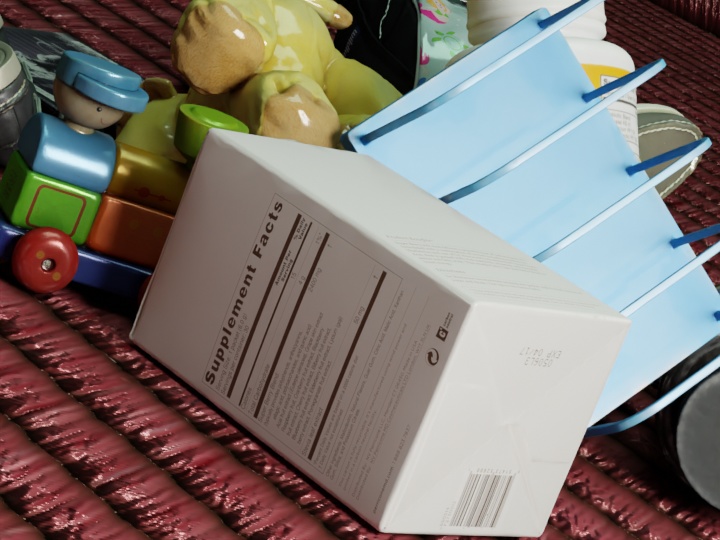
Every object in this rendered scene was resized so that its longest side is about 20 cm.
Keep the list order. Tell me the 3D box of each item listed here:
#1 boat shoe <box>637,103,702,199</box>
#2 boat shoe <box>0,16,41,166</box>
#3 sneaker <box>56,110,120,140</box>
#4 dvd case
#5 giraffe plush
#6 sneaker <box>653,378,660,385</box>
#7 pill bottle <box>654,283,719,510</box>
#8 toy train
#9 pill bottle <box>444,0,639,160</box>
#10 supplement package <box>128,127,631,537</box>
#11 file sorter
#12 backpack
[{"bbox_3d":[0.135,-0.044,1.716,0.201,0.072,0.060,-24,24,-30],"label":"boat shoe"},{"bbox_3d":[-0.230,-0.107,1.713,0.063,0.072,0.200,65,-8,-19],"label":"boat shoe"},{"bbox_3d":[-0.127,-0.079,1.732,0.104,0.060,0.200,19,9,-1],"label":"sneaker"},{"bbox_3d":[-0.197,-0.126,1.900,0.148,0.016,0.200,31,14,24],"label":"dvd case"},{"bbox_3d":[-0.077,-0.073,1.607,0.172,0.162,0.200,22,28,-45],"label":"giraffe plush"},{"bbox_3d":[0.246,0.062,1.808,0.199,0.074,0.082,17,11,10],"label":"sneaker"},{"bbox_3d":[0.222,0.074,1.615,0.111,0.112,0.200,24,13,3],"label":"pill bottle"},{"bbox_3d":[-0.088,-0.032,1.479,0.199,0.116,0.085,18,14,-23],"label":"toy train"},{"bbox_3d":[0.101,-0.060,1.600,0.109,0.201,0.109,-2,-8,0],"label":"pill bottle"},{"bbox_3d":[0.006,0.029,1.385,0.121,0.120,0.200,7,20,-46],"label":"supplement package"},{"bbox_3d":[0.114,-0.028,1.476,0.201,0.138,0.123,58,-22,-4],"label":"file sorter"},{"bbox_3d":[0.048,-0.091,1.837,0.150,0.178,0.200,16,18,-10],"label":"backpack"}]
